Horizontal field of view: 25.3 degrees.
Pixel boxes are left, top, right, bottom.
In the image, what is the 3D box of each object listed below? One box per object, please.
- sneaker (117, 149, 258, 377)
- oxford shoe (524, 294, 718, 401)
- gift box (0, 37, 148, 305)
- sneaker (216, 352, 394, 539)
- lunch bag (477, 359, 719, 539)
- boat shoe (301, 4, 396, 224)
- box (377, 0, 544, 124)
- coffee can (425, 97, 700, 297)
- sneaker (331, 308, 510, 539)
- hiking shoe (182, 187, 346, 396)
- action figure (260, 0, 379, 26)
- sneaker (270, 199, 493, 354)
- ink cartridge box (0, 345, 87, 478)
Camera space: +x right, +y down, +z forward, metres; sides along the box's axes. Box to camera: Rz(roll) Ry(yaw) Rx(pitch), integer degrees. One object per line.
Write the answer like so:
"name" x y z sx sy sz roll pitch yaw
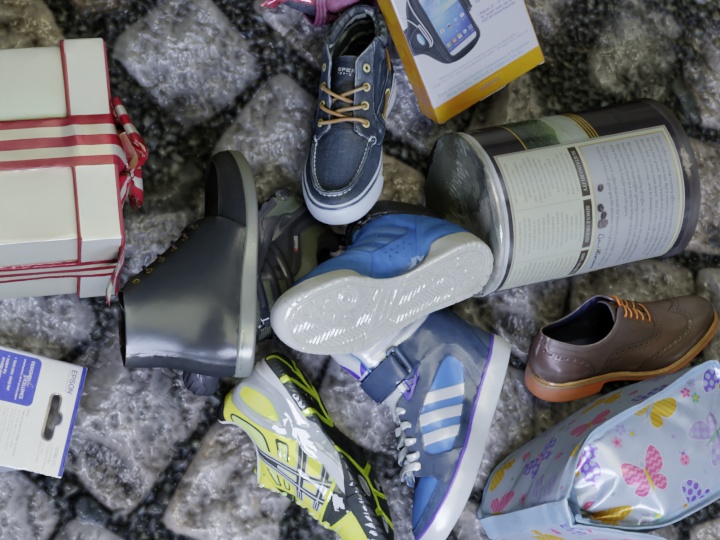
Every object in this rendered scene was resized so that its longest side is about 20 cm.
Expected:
"sneaker" -0.137 -0.013 1.267 0.106 0.075 0.201 3 58 -12
"oxford shoe" 0.241 0.055 1.439 0.200 0.073 0.071 -20 43 -23
"gift box" -0.261 -0.058 1.260 0.186 0.185 0.201 -6 80 -11
"sneaker" -0.042 0.166 1.335 0.076 0.075 0.200 -33 92 9
"lunch bag" 0.212 0.176 1.354 0.200 0.170 0.127 -23 85 -26
"boat shoe" -0.014 -0.137 1.379 0.071 0.091 0.201 1 48 11
"box" 0.077 -0.243 1.410 0.119 0.041 0.200 -31 120 -12
"coffee can" 0.178 -0.066 1.424 0.199 0.146 0.147 -12 79 -21
"sneaker" 0.034 0.121 1.365 0.146 0.081 0.201 21 72 -3
"hiking shoe" -0.075 0.028 1.349 0.101 0.076 0.200 30 66 -5
"action figure" 0.002 -0.262 1.465 0.200 0.134 0.149 -20 118 -16
"sneaker" 0.000 0.001 1.345 0.200 0.111 0.077 -22 123 -21
"ink cartridge box" -0.324 0.099 1.266 0.199 0.037 0.095 15 70 -12
